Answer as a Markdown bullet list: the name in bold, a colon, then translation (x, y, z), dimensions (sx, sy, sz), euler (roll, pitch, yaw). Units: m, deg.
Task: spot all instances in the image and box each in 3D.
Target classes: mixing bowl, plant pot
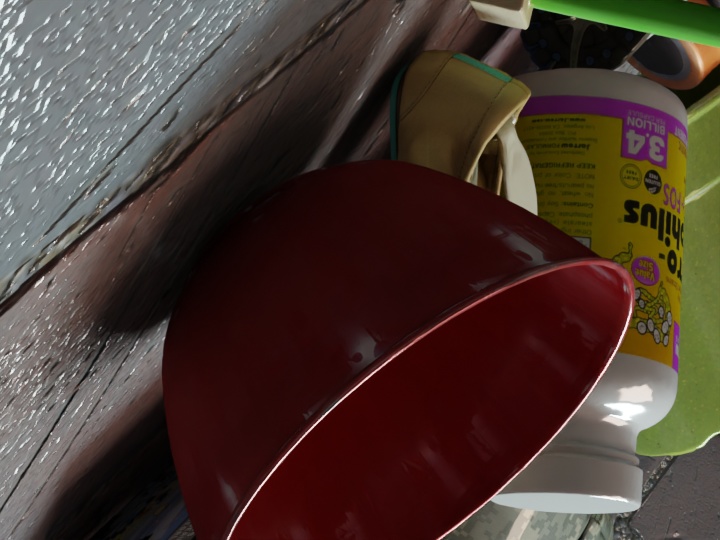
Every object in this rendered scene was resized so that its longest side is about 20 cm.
- **mixing bowl**: translation (-0.003, 0.031, 0.757), dimensions (0.199, 0.109, 0.201), euler (-32, 154, -18)
- **plant pot**: translation (0.174, -0.002, 1.141), dimensions (0.199, 0.191, 0.200), euler (-25, -168, 6)

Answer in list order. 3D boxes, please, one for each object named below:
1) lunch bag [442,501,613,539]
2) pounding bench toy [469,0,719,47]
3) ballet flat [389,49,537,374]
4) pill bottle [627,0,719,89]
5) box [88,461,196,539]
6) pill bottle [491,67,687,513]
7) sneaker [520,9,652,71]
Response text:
- **lunch bag**: translation (0.032, 0.152, 1.032), dimensions (0.201, 0.139, 0.168), euler (-54, 154, -11)
- **pounding bench toy**: translation (0.155, -0.140, 0.768), dimensions (0.200, 0.156, 0.124), euler (-51, 172, 12)
- **ballet flat**: translation (0.045, 0.003, 0.848), dimensions (0.069, 0.063, 0.202), euler (-48, 144, -50)
- **pill bottle**: translation (0.219, -0.193, 1.082), dimensions (0.200, 0.106, 0.106), euler (-48, 172, -18)
- **box**: translation (-0.059, 0.108, 0.937), dimensions (0.200, 0.040, 0.137), euler (-42, -167, -34)
- **pill bottle**: translation (0.103, 0.012, 0.935), dimensions (0.104, 0.103, 0.202), euler (95, 0, -77)
- **sneaker**: translation (0.156, -0.173, 0.976), dimensions (0.200, 0.077, 0.085), euler (-41, 176, -1)
